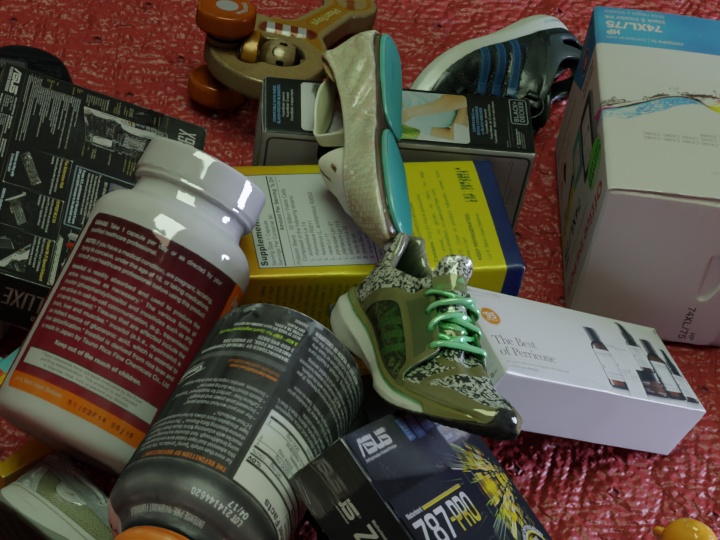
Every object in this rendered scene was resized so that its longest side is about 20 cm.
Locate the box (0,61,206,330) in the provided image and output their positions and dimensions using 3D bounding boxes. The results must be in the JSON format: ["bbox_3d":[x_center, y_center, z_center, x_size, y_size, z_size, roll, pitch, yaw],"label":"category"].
[{"bbox_3d":[-0.196,-0.042,1.442,0.156,0.050,0.201,17,45,-14],"label":"box"}]

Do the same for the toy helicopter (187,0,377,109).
[{"bbox_3d":[-0.039,-0.180,1.638,0.131,0.080,0.200,23,34,21],"label":"toy helicopter"}]

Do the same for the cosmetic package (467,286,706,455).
[{"bbox_3d":[0.137,0.067,1.385,0.199,0.051,0.083,12,36,-41],"label":"cosmetic package"}]

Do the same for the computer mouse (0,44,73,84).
[{"bbox_3d":[-0.270,-0.083,1.511,0.139,0.046,0.201,2,51,-25],"label":"computer mouse"}]

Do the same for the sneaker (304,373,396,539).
[{"bbox_3d":[-0.028,0.145,1.325,0.113,0.077,0.200,1,43,-7],"label":"sneaker"}]

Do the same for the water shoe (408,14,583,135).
[{"bbox_3d":[0.111,-0.141,1.626,0.079,0.072,0.199,40,53,23],"label":"water shoe"}]

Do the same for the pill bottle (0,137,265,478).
[{"bbox_3d":[-0.140,0.024,1.313,0.112,0.113,0.201,23,78,12],"label":"pill bottle"}]

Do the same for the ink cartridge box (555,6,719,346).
[{"bbox_3d":[0.230,-0.069,1.526,0.144,0.148,0.201,7,45,-5],"label":"ink cartridge box"}]

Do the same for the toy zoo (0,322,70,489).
[{"bbox_3d":[-0.244,0.071,1.391,0.199,0.021,0.131,33,49,21],"label":"toy zoo"}]

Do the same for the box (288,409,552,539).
[{"bbox_3d":[0.052,0.160,1.236,0.162,0.049,0.200,53,19,9],"label":"box"}]

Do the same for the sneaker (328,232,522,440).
[{"bbox_3d":[0.045,0.035,1.269,0.076,0.089,0.200,15,17,-32],"label":"sneaker"}]

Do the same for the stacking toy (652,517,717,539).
[{"bbox_3d":[0.172,0.208,1.211,0.115,0.201,0.110,27,48,17],"label":"stacking toy"}]

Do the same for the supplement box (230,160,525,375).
[{"bbox_3d":[0.000,0.000,1.443,0.198,0.110,0.109,-2,46,-13],"label":"supplement box"}]

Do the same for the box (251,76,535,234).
[{"bbox_3d":[0.019,-0.073,1.514,0.198,0.117,0.061,5,48,-7],"label":"box"}]

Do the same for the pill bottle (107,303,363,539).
[{"bbox_3d":[-0.080,0.121,1.213,0.105,0.107,0.201,21,46,10],"label":"pill bottle"}]

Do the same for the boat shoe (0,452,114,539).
[{"bbox_3d":[-0.139,0.181,1.270,0.201,0.075,0.065,29,52,26],"label":"boat shoe"}]

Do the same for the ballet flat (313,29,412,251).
[{"bbox_3d":[0.000,-0.082,1.412,0.062,0.068,0.201,-14,44,13],"label":"ballet flat"}]
